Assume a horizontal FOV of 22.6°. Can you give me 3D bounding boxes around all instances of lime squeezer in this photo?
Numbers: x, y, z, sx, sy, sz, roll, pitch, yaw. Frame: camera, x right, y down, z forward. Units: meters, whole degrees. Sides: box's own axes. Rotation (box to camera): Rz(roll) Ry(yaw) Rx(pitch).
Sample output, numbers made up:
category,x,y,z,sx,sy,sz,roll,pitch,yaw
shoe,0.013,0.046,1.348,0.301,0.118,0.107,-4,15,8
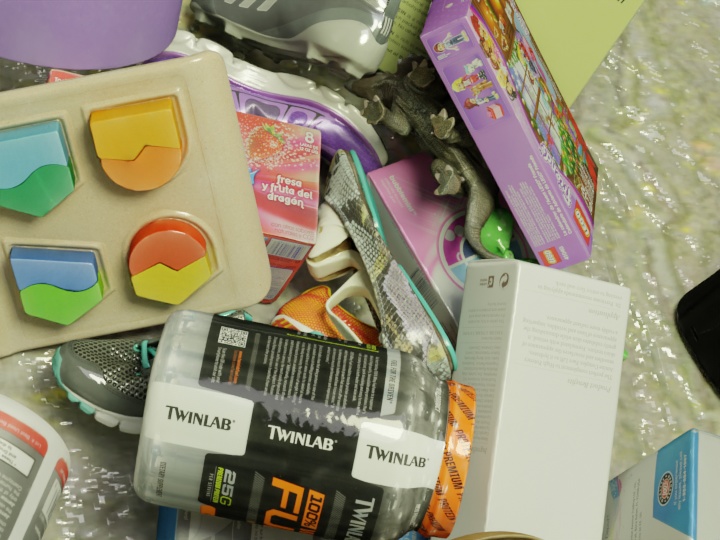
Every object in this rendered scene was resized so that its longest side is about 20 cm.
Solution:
category,x,y,z,sx,sy,sz,roll,pitch,yaw
lime squeezer,0.119,-0.010,1.307,0.201,0.038,0.070,59,28,13

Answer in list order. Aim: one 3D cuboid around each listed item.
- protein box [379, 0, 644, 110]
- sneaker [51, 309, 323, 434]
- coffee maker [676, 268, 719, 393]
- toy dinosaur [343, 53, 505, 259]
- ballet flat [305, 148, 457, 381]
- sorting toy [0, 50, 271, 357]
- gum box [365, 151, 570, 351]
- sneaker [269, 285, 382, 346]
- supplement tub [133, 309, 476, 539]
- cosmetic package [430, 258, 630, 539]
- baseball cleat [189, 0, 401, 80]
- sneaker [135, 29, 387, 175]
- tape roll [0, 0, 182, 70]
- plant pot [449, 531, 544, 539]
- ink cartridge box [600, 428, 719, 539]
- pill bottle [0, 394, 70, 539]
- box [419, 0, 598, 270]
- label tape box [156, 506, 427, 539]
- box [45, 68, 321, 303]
category,x,y,z,sx,sy,sz,roll,pitch,yaw
protein box,0.107,-0.235,1.370,0.197,0.201,0.135,30,32,-6
sneaker,-0.106,0.061,1.207,0.198,0.092,0.078,10,30,-22
coffee maker,0.330,0.013,1.361,0.190,0.200,0.136,2,62,-25
toy dinosaur,0.064,-0.094,1.279,0.200,0.077,0.102,48,19,21
ballet flat,0.000,0.000,1.251,0.071,0.072,0.202,-8,55,-26
sorting toy,-0.167,-0.036,1.163,0.198,0.187,0.037,-13,31,-3
gum box,0.087,0.007,1.339,0.113,0.066,0.201,-22,75,-30
sneaker,0.024,0.087,1.273,0.200,0.073,0.077,46,47,1
supplement tub,-0.034,0.100,1.116,0.198,0.123,0.124,11,60,-2
cosmetic package,0.115,0.101,1.222,0.101,0.074,0.202,13,83,-28
baseball cleat,-0.042,-0.200,1.326,0.070,0.199,0.107,29,86,-50
sneaker,-0.077,-0.104,1.336,0.198,0.081,0.084,20,75,-5
tape roll,-0.218,-0.226,1.266,0.198,0.086,0.201,12,33,-8
plant pot,0.054,0.243,1.152,0.198,0.202,0.028,-10,36,-27
ink cartridge box,0.201,0.214,1.207,0.084,0.200,0.146,17,60,-18
pill bottle,-0.260,0.177,1.076,0.115,0.116,0.201,26,57,-9
box,0.111,-0.116,1.280,0.201,0.039,0.137,60,24,-23
label tape box,-0.036,0.199,1.193,0.198,0.063,0.146,12,61,-17
box,-0.135,-0.055,1.257,0.198,0.103,0.096,11,60,-16
